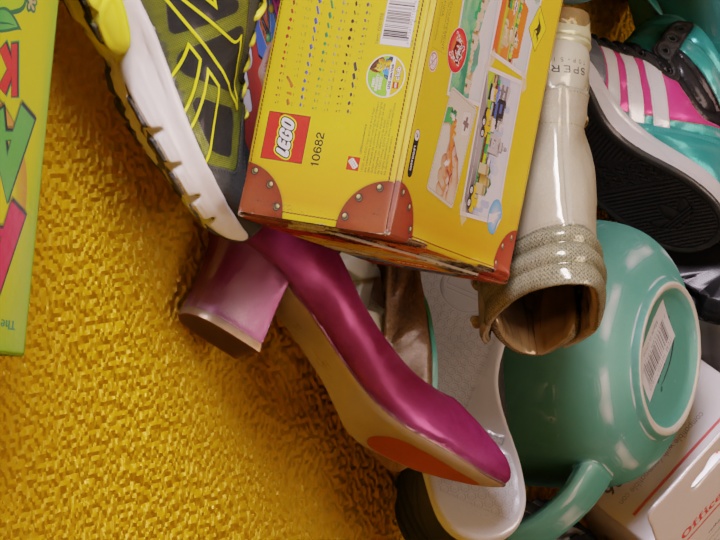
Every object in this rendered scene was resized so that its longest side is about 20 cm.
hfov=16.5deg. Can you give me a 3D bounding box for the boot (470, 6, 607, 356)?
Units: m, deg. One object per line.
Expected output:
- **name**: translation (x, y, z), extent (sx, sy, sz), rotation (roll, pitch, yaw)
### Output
- **boot**: translation (0.077, -0.030, 1.274), extent (0.200, 0.071, 0.156), rotation (124, -37, -69)

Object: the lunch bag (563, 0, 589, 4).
- **lunch bag**: translation (0.109, -0.257, 1.365), extent (0.170, 0.121, 0.202), rotation (0, 84, -58)

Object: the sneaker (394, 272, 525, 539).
- **sneaker**: translation (0.043, 0.071, 1.340), extent (0.099, 0.070, 0.202), rotation (108, -22, -59)

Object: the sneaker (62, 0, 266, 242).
- **sneaker**: translation (-0.070, -0.099, 1.083), extent (0.084, 0.075, 0.201), rotation (-31, 128, -8)

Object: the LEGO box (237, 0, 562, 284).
- **LEGO box**: translation (0.027, -0.106, 1.134), extent (0.149, 0.077, 0.202), rotation (19, 82, -64)

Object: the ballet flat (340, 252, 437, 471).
- **ballet flat**: translation (0.000, 0.000, 1.262), extent (0.072, 0.068, 0.202), rotation (5, 87, -39)

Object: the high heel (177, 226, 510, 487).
- **high heel**: translation (0.007, 0.028, 1.212), extent (0.199, 0.067, 0.096), rotation (31, 70, -18)

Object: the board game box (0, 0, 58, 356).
- **board game box**: translation (-0.170, -0.071, 0.974), extent (0.101, 0.047, 0.202), rotation (12, 82, -59)

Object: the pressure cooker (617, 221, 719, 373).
- **pressure cooker**: translation (0.250, -0.003, 1.556), extent (0.177, 0.177, 0.200), rotation (-60, 157, -23)

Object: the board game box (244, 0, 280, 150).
- **board game box**: translation (-0.063, -0.158, 1.178), extent (0.103, 0.019, 0.202), rotation (-34, 121, -53)

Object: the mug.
- **mug**: translation (0.126, 0.063, 1.420), extent (0.152, 0.114, 0.187), rotation (-8, 98, -59)

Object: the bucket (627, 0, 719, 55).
- **bucket**: translation (0.245, -0.220, 1.527), extent (0.208, 0.206, 0.135), rotation (-57, 144, -40)

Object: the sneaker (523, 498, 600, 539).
- **sneaker**: translation (0.094, 0.201, 1.433), extent (0.091, 0.078, 0.200), rotation (-56, 174, 24)

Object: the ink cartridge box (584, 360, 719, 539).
- **ink cartridge box**: translation (0.198, 0.135, 1.515), extent (0.117, 0.067, 0.200), rotation (-46, 151, -15)

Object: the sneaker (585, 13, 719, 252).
- **sneaker**: translation (0.145, -0.113, 1.439), extent (0.200, 0.083, 0.121), rotation (40, 43, -19)
